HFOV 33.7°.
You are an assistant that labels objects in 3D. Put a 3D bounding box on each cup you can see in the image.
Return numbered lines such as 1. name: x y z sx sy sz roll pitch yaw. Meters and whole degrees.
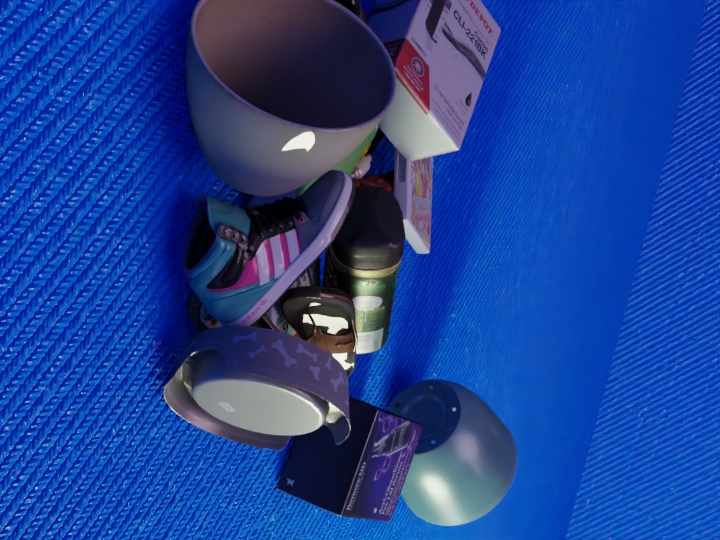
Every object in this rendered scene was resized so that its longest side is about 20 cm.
1. cup: -0.083 -0.155 1.126 0.200 0.199 0.144 -46 169 -45

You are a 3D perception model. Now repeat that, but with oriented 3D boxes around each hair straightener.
1. hair straightener: 0.014 -0.087 1.485 0.200 0.041 0.078 -62 178 -74

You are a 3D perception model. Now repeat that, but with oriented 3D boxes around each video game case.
1. video game case: 0.070 -0.131 1.535 0.200 0.023 0.185 45 46 -75

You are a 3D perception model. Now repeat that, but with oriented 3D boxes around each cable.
1. cable: 0.014 -0.148 1.473 0.200 0.050 0.098 -46 150 -46

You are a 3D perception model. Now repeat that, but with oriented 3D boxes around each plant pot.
1. plant pot: 0.122 0.261 1.809 0.202 0.199 0.161 -62 143 -23

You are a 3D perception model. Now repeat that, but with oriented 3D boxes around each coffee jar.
1. coffee jar: 0.000 0.000 1.379 0.201 0.084 0.105 99 -12 -49

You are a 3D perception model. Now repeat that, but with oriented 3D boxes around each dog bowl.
1. dog bowl: -0.102 0.123 1.236 0.201 0.197 0.059 67 30 -55

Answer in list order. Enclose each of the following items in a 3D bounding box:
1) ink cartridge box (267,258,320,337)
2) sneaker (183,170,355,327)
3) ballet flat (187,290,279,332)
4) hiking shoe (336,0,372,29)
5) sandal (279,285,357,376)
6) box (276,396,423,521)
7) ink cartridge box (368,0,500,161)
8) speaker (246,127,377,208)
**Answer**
1. ink cartridge box: -0.091 0.056 1.378 0.109 0.050 0.202 -44 143 -48
2. sneaker: -0.105 -0.047 1.187 0.200 0.084 0.121 -49 122 -2
3. ballet flat: -0.114 0.080 1.283 0.067 0.046 0.200 -41 131 -2
4. hiking shoe: -0.049 -0.230 1.274 0.101 0.075 0.201 68 35 -43
5. sandal: -0.042 0.082 1.339 0.201 0.081 0.055 83 0 -54
6. box: -0.011 0.252 1.615 0.200 0.103 0.150 29 79 -66
7. ink cartridge box: 0.077 -0.256 1.409 0.144 0.083 0.202 46 51 -36
8. speaker: -0.052 -0.113 1.312 0.201 0.088 0.089 -61 153 -25
